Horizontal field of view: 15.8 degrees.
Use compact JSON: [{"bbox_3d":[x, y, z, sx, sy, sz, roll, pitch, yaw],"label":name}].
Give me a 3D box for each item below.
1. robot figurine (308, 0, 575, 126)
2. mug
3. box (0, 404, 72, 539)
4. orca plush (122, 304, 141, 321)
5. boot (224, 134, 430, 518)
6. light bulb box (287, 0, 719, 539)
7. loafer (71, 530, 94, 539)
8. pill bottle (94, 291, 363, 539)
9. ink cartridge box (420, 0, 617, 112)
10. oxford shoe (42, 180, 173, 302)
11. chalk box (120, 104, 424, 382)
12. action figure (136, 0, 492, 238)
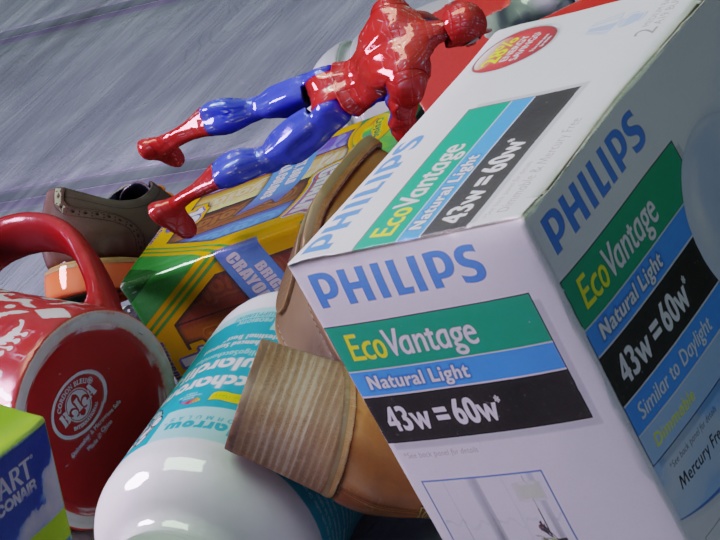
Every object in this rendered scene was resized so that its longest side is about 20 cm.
[{"bbox_3d":[0.048,-0.104,1.579,0.200,0.113,0.170,-22,39,20],"label":"robot figurine"},{"bbox_3d":[-0.194,0.045,1.306,0.200,0.133,0.178,4,78,43],"label":"mug"},{"bbox_3d":[-0.173,0.151,1.109,0.048,0.200,0.122,12,36,34],"label":"box"},{"bbox_3d":[-0.144,0.066,1.479,0.200,0.071,0.105,-51,38,36],"label":"orca plush"},{"bbox_3d":[0.034,0.036,1.193,0.074,0.154,0.200,111,178,-52],"label":"boot"},{"bbox_3d":[0.104,0.018,1.077,0.125,0.200,0.198,-11,26,40],"label":"light bulb box"},{"bbox_3d":[-0.158,0.178,1.248,0.070,0.070,0.200,-16,15,44],"label":"loafer"},{"bbox_3d":[-0.054,0.103,1.217,0.111,0.111,0.200,-17,23,30],"label":"pill bottle"},{"bbox_3d":[0.126,-0.079,1.298,0.161,0.200,0.050,-27,-15,-7],"label":"ink cartridge box"},{"bbox_3d":[-0.108,-0.020,1.548,0.071,0.073,0.200,-16,-9,38],"label":"oxford shoe"},{"bbox_3d":[0.000,0.000,1.375,0.200,0.125,0.124,-19,22,28],"label":"chalk box"},{"bbox_3d":[-0.005,-0.077,1.288,0.200,0.065,0.099,-28,-28,32],"label":"action figure"}]
